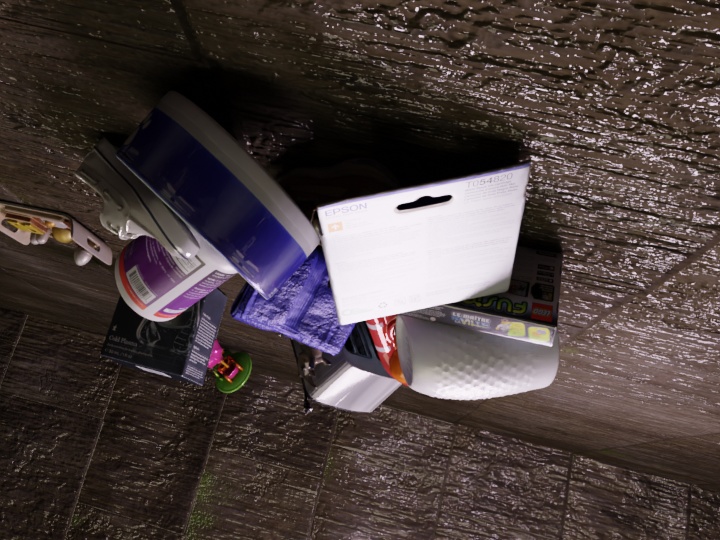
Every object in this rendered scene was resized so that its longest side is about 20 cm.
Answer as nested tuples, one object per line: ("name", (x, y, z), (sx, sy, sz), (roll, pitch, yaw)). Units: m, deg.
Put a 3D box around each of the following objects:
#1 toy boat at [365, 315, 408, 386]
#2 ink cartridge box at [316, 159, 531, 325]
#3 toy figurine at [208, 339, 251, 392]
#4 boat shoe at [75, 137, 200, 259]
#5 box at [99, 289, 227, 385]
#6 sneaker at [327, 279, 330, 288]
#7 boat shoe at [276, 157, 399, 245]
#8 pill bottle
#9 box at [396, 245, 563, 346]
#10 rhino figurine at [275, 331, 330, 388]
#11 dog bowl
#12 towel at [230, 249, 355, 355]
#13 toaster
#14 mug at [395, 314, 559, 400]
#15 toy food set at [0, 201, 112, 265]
("toy boat", (0.071, 0.107, 0.973), (0.126, 0.133, 0.203), (-6, 133, 17))
("ink cartridge box", (0.059, -0.031, 0.643), (0.193, 0.042, 0.202), (-11, 145, -2))
("toy figurine", (-0.483, 0.284, 2.206), (0.198, 0.151, 0.185), (33, 166, 45))
("boat shoe", (-0.257, -0.068, 0.745), (0.200, 0.070, 0.071), (44, 173, 22))
("box", (-0.413, 0.117, 1.408), (0.194, 0.203, 0.124), (11, 163, 11))
("sneaker", (0.000, 0.000, 0.857), (0.072, 0.090, 0.200), (22, 164, 1))
("boat shoe", (-0.043, -0.067, 0.717), (0.075, 0.074, 0.197), (26, 160, -35))
("pill bottle", (-0.213, -0.026, 0.837), (0.197, 0.115, 0.111), (-31, 141, 26))
("box", (0.128, 0.013, 0.759), (0.194, 0.112, 0.035), (11, 140, 12))
("rhino figurine", (-0.096, 0.093, 1.093), (0.086, 0.207, 0.059), (-16, 172, 40))
("dog bowl", (-0.134, -0.068, 0.635), (0.199, 0.079, 0.200), (43, 173, 6))
("towel", (-0.078, 0.042, 0.985), (0.197, 0.150, 0.050), (25, -165, -35))
("toaster", (-0.028, 0.154, 1.185), (0.178, 0.204, 0.118), (22, 126, -43))
("mug", (0.130, 0.068, 0.839), (0.169, 0.202, 0.151), (-9, 129, -9))
("toy food set", (-0.575, -0.060, 1.219), (0.193, 0.062, 0.144), (11, 163, 11))
